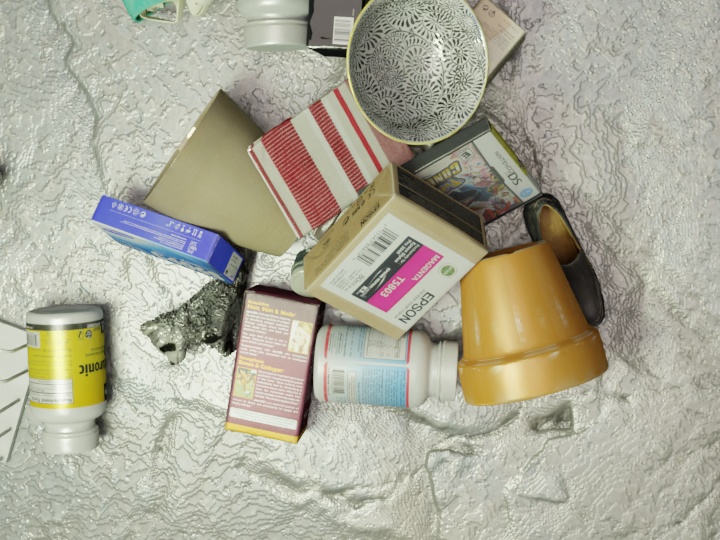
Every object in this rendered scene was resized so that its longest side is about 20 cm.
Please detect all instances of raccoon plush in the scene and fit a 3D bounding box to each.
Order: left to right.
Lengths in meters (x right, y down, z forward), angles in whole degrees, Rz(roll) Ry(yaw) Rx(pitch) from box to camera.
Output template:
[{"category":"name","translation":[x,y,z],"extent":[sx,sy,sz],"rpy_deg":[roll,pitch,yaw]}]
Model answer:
[{"category":"raccoon plush","translation":[-0.231,0.040,1.683],"extent":[0.132,0.097,0.202],"rpy_deg":[11,67,17]}]

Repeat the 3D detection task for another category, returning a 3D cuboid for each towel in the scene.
[{"category":"towel","translation":[-0.039,-0.157,1.567],"extent":[0.199,0.023,0.145],"rpy_deg":[-35,106,-13]}]

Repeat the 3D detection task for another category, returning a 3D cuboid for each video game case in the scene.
[{"category":"video game case","translation":[0.123,-0.104,1.563],"extent":[0.198,0.180,0.026],"rpy_deg":[-29,54,18]}]

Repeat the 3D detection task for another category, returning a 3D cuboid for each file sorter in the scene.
[{"category":"file sorter","translation":[-0.568,0.176,1.690],"extent":[0.137,0.125,0.203],"rpy_deg":[19,96,3]}]

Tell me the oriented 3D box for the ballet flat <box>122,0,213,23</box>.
[{"category":"ballet flat","translation":[-0.245,-0.382,1.617],"extent":[0.197,0.067,0.071],"rpy_deg":[-5,107,31]}]

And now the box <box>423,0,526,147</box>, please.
[{"category":"box","translation":[0.134,-0.266,1.595],"extent":[0.078,0.095,0.201],"rpy_deg":[40,97,2]}]

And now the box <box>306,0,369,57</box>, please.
[{"category":"box","translation":[-0.021,-0.394,1.573],"extent":[0.078,0.141,0.203],"rpy_deg":[5,96,10]}]

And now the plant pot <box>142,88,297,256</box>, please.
[{"category":"plant pot","translation":[-0.167,-0.113,1.609],"extent":[0.199,0.187,0.188],"rpy_deg":[36,98,-13]}]

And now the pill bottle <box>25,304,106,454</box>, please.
[{"category":"pill bottle","translation":[-0.421,0.155,1.680],"extent":[0.109,0.111,0.204],"rpy_deg":[0,96,6]}]

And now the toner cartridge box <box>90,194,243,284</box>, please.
[{"category":"toner cartridge box","translation":[-0.268,-0.043,1.623],"extent":[0.198,0.095,0.044],"rpy_deg":[19,76,22]}]

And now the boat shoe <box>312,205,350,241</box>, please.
[{"category":"boat shoe","translation":[-0.020,-0.131,1.633],"extent":[0.059,0.072,0.202],"rpy_deg":[29,93,-1]}]

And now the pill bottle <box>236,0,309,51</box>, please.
[{"category":"pill bottle","translation":[-0.115,-0.406,1.596],"extent":[0.111,0.113,0.204],"rpy_deg":[-1,95,6]}]

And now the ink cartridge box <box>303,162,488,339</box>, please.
[{"category":"ink cartridge box","translation":[0.044,-0.021,1.534],"extent":[0.163,0.076,0.200],"rpy_deg":[28,124,-25]}]

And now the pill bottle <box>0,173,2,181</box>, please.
[{"category":"pill bottle","translation":[-0.613,-0.082,1.676],"extent":[0.111,0.111,0.201],"rpy_deg":[36,97,1]}]

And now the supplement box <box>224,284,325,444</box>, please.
[{"category":"supplement box","translation":[-0.119,0.131,1.660],"extent":[0.109,0.086,0.203],"rpy_deg":[10,97,5]}]

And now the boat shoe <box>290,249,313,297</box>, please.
[{"category":"boat shoe","translation":[0.000,0.000,1.643],"extent":[0.197,0.062,0.074],"rpy_deg":[2,133,-3]}]

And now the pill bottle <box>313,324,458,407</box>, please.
[{"category":"pill bottle","translation":[0.037,0.135,1.633],"extent":[0.197,0.109,0.111],"rpy_deg":[4,96,5]}]

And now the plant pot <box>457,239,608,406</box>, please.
[{"category":"plant pot","translation":[0.214,0.064,1.566],"extent":[0.197,0.200,0.186],"rpy_deg":[-14,92,7]}]

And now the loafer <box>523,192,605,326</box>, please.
[{"category":"loafer","translation":[0.282,-0.009,1.614],"extent":[0.072,0.072,0.202],"rpy_deg":[-28,93,6]}]

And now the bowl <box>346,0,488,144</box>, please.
[{"category":"bowl","translation":[0.057,-0.266,1.499],"extent":[0.198,0.094,0.204],"rpy_deg":[-4,100,-22]}]
